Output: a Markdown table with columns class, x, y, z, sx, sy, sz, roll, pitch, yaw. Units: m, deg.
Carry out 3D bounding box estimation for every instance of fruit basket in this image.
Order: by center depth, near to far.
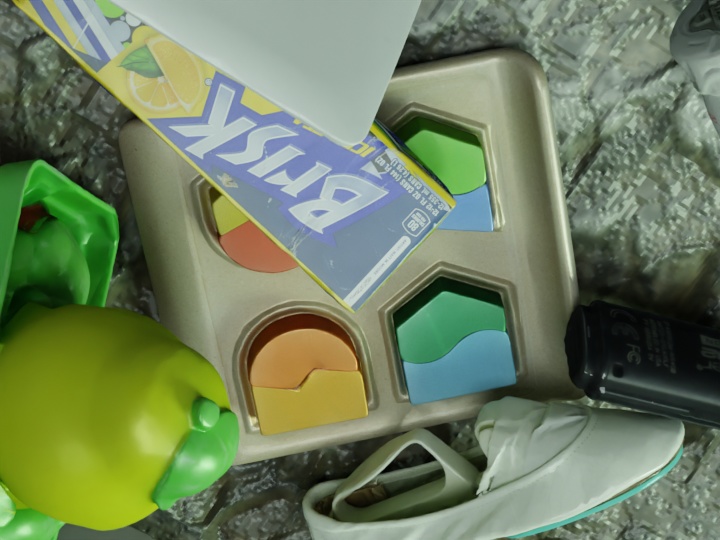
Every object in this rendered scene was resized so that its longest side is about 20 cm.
| class | x | y | z | sx | sy | sz | roll | pitch | yaw |
| --- | --- | --- | --- | --- | --- | --- | --- | --- | --- |
| fruit basket | -0.135 | 0.059 | 1.020 | 0.215 | 0.156 | 0.216 | -2 | 79 | 11 |

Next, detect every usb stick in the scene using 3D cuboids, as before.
| class | x | y | z | sx | sy | sz | roll | pitch | yaw |
| --- | --- | --- | --- | --- | --- | --- | --- | --- | --- |
| usb stick | 0.192 | 0.057 | 1.112 | 0.199 | 0.056 | 0.033 | 14 | 137 | -16 |

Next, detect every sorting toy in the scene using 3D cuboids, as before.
| class | x | y | z | sx | sy | sz | roll | pitch | yaw |
| --- | --- | --- | --- | --- | --- | --- | --- | --- | --- |
| sorting toy | 0.000 | 0.000 | 1.100 | 0.199 | 0.037 | 0.186 | -9 | 116 | 3 |

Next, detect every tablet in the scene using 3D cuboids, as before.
| class | x | y | z | sx | sy | sz | roll | pitch | yaw |
| --- | --- | --- | --- | --- | --- | --- | --- | --- | --- |
| tablet | -0.063 | -0.149 | 0.984 | 0.200 | 0.130 | 0.014 | 31 | 146 | -15 |

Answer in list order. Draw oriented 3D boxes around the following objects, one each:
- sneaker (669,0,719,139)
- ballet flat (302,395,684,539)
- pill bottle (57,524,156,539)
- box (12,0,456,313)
| class | x | y | z | sx | sy | sz | roll | pitch | yaw |
| --- | --- | --- | --- | --- | --- | --- | --- | --- | --- |
| sneaker | 0.237 | -0.096 | 0.992 | 0.199 | 0.078 | 0.100 | -15 | 122 | 16 |
| ballet flat | 0.055 | 0.099 | 1.121 | 0.200 | 0.070 | 0.070 | -25 | 115 | 25 |
| pill bottle | -0.155 | 0.227 | 1.160 | 0.119 | 0.120 | 0.200 | 19 | 113 | -10 |
| box | -0.053 | -0.075 | 1.021 | 0.200 | 0.064 | 0.070 | 43 | 95 | -7 |
